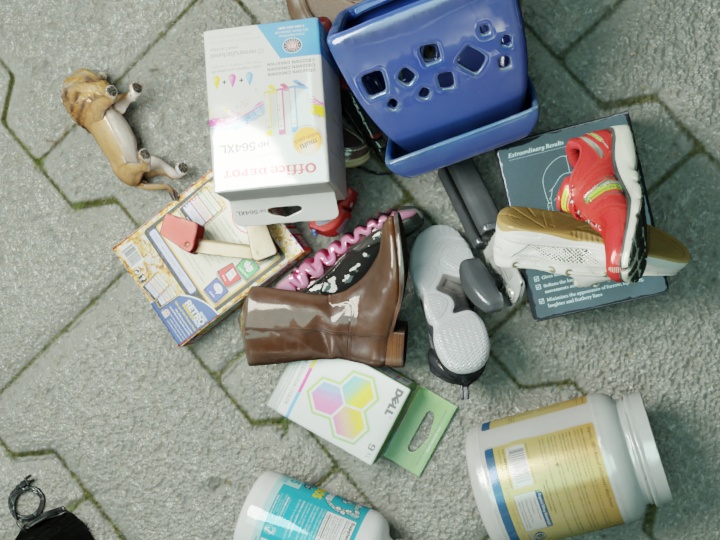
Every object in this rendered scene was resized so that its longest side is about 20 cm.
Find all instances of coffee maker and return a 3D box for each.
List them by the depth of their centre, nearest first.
[{"bbox_3d":[-0.421,0.375,1.315,0.192,0.200,0.135,41,99,8],"label":"coffee maker"}]

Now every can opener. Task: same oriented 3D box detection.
[{"bbox_3d":[0.125,-0.045,1.210,0.067,0.053,0.200,-12,62,-21],"label":"can opener"}]

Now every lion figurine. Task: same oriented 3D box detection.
[{"bbox_3d":[-0.298,-0.163,1.330,0.122,0.072,0.201,-19,95,46],"label":"lion figurine"}]

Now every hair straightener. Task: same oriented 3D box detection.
[{"bbox_3d":[-0.020,-0.198,1.283,0.077,0.041,0.200,-20,106,52],"label":"hair straightener"}]

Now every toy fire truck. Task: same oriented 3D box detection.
[{"bbox_3d":[-0.117,-0.064,1.258,0.199,0.049,0.141,21,86,3],"label":"toy fire truck"}]

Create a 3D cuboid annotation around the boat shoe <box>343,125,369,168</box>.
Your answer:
[{"bbox_3d":[-0.077,-0.180,1.264,0.200,0.072,0.072,26,127,23],"label":"boat shoe"}]

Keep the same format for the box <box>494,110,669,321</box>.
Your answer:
[{"bbox_3d":[0.245,-0.058,1.197,0.148,0.107,0.201,-12,90,13],"label":"box"}]

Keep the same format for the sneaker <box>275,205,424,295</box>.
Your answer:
[{"bbox_3d":[0.000,0.000,1.274,0.200,0.079,0.096,-33,92,13],"label":"sneaker"}]

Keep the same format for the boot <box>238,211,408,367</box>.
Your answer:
[{"bbox_3d":[-0.046,0.023,1.223,0.199,0.064,0.187,3,100,8],"label":"boot"}]

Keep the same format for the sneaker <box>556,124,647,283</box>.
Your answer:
[{"bbox_3d":[0.238,-0.061,1.071,0.085,0.200,0.077,-7,135,13],"label":"sneaker"}]

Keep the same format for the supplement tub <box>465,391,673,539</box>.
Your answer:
[{"bbox_3d":[0.229,0.219,1.193,0.199,0.145,0.145,-17,89,13],"label":"supplement tub"}]

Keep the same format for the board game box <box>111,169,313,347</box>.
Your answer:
[{"bbox_3d":[-0.182,-0.025,1.324,0.200,0.046,0.152,-36,84,11],"label":"board game box"}]

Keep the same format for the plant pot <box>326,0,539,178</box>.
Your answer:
[{"bbox_3d":[0.090,-0.221,1.172,0.199,0.200,0.180,-19,110,11],"label":"plant pot"}]

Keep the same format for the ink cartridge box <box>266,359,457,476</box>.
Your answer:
[{"bbox_3d":[0.002,0.160,1.284,0.200,0.059,0.104,29,98,10],"label":"ink cartridge box"}]

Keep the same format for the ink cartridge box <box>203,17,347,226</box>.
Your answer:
[{"bbox_3d":[-0.088,-0.153,1.173,0.128,0.125,0.201,-5,85,7],"label":"ink cartridge box"}]

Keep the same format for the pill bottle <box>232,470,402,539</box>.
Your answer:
[{"bbox_3d":[-0.042,0.320,1.275,0.199,0.111,0.111,20,96,11],"label":"pill bottle"}]

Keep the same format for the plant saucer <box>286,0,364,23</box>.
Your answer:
[{"bbox_3d":[0.003,-0.342,1.279,0.199,0.032,0.201,1,92,14],"label":"plant saucer"}]

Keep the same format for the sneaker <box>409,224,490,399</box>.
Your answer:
[{"bbox_3d":[0.101,0.051,1.251,0.075,0.114,0.201,-8,55,-3],"label":"sneaker"}]

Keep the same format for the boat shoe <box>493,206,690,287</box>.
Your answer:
[{"bbox_3d":[0.236,-0.016,1.118,0.199,0.071,0.070,10,121,4],"label":"boat shoe"}]
